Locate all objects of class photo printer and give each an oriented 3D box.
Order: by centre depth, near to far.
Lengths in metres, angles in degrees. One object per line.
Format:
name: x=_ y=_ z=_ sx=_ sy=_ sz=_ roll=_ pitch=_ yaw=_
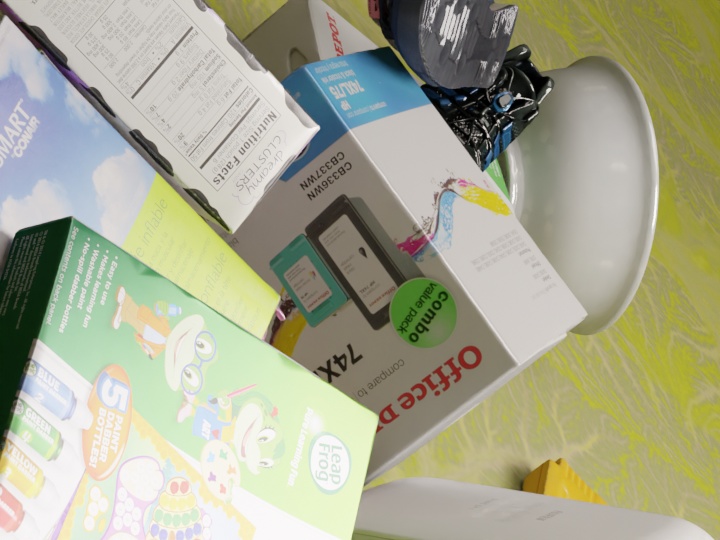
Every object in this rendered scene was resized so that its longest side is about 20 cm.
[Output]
photo printer: x=0.084 y=0.157 z=1.164 sx=0.166 sy=0.199 sz=0.070 roll=-7 pitch=103 yaw=-64

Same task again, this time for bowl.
bowl: x=0.125 y=-0.055 z=1.620 sx=0.090 sy=0.202 sz=0.202 roll=1 pitch=46 yaw=-22

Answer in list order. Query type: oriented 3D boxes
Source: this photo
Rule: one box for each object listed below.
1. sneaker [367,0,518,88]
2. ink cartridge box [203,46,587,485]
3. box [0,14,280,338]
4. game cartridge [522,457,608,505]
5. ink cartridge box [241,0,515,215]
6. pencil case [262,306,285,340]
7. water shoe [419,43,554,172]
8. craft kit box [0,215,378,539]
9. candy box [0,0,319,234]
sneaker: x=0.034 y=-0.148 z=1.343 sx=0.082 sy=0.070 sz=0.200 roll=21 pitch=2 yaw=14
ink cartridge box: x=0.000 y=0.000 z=1.290 sx=0.200 sy=0.147 sz=0.146 roll=53 pitch=21 yaw=5
box: x=-0.129 y=-0.001 z=1.021 sx=0.200 sy=0.048 sz=0.122 roll=47 pitch=49 yaw=-31
game cartridge: x=0.171 y=0.225 z=1.440 sx=0.200 sy=0.032 sz=0.176 roll=49 pitch=22 yaw=-12
ink cartridge box: x=0.009 y=-0.069 z=1.496 sx=0.200 sy=0.084 sz=0.146 roll=36 pitch=27 yaw=-36
pencil case: x=-0.132 y=-0.009 z=1.124 sx=0.200 sy=0.087 sz=0.088 roll=39 pitch=25 yaw=-26
water shoe: x=0.068 y=-0.102 z=1.443 sx=0.072 sy=0.079 sz=0.200 roll=51 pitch=23 yaw=-5
craft kit box: x=-0.089 y=0.111 z=0.968 sx=0.197 sy=0.048 sz=0.201 roll=36 pitch=56 yaw=-39
candy box: x=-0.138 y=-0.121 z=1.094 sx=0.200 sy=0.072 sz=0.168 roll=46 pitch=-12 yaw=-33
